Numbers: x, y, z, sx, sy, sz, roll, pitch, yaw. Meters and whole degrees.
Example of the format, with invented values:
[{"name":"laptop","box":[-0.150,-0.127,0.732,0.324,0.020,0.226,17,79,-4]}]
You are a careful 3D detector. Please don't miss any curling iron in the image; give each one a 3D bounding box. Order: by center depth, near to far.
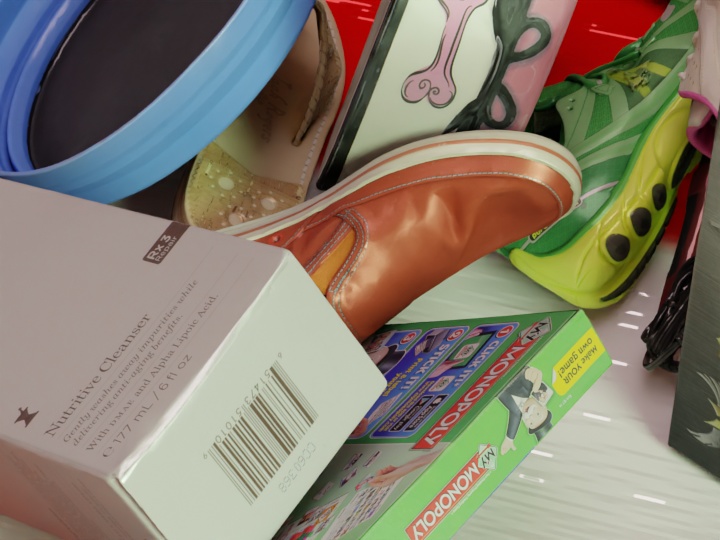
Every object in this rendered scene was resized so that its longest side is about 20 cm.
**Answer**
[{"name":"curling iron","box":[0.162,-0.041,1.075,0.026,0.050,0.200,34,61,-23]}]

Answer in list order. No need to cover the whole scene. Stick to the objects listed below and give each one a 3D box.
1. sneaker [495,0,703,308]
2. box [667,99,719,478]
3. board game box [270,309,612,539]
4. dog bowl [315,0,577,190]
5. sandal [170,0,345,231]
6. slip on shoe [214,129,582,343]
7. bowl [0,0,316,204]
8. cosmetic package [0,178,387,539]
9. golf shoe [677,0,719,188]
[{"name":"sneaker","box":[0.116,-0.073,1.110,0.084,0.074,0.200,23,53,16]},{"name":"box","box":[0.199,0.030,0.929,0.158,0.200,0.048,34,54,27]},{"name":"board game box","box":[-0.011,0.088,0.949,0.200,0.029,0.135,-43,22,-30]},{"name":"dog bowl","box":[0.049,-0.116,1.081,0.074,0.200,0.200,21,50,-3]},{"name":"sandal","box":[-0.036,-0.092,1.120,0.078,0.070,0.212,20,47,-13]},{"name":"slip on shoe","box":[0.000,0.000,1.029,0.200,0.074,0.061,-21,53,12]},{"name":"bowl","box":[-0.096,-0.112,1.110,0.201,0.039,0.201,-29,38,26]},{"name":"cosmetic package","box":[-0.102,0.040,0.953,0.200,0.081,0.113,13,58,44]},{"name":"golf shoe","box":[0.163,-0.103,1.049,0.092,0.075,0.200,-40,35,25]}]
